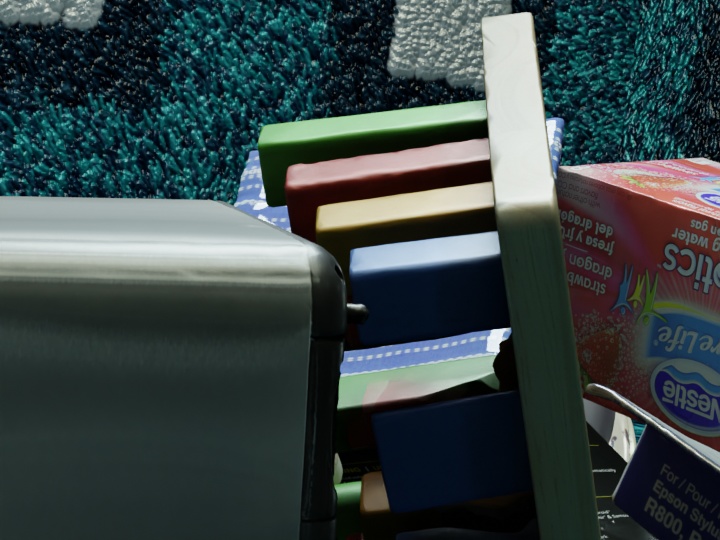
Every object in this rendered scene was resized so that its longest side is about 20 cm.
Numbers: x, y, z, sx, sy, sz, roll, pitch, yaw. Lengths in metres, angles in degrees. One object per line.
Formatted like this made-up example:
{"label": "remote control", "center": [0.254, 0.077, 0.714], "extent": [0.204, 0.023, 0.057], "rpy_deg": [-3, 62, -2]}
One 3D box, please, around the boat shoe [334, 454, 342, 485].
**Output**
{"label": "boat shoe", "center": [-0.104, 0.077, 0.925], "extent": [0.199, 0.057, 0.067], "rpy_deg": [-20, 27, -9]}

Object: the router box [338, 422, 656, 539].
{"label": "router box", "center": [0.013, 0.101, 1.002], "extent": [0.199, 0.051, 0.149], "rpy_deg": [-3, 24, -21]}

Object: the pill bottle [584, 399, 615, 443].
{"label": "pill bottle", "center": [0.049, 0.080, 1.233], "extent": [0.111, 0.113, 0.200], "rpy_deg": [8, -16, -3]}

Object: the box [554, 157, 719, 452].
{"label": "box", "center": [0.172, 0.022, 1.062], "extent": [0.099, 0.096, 0.199], "rpy_deg": [-4, 18, -42]}

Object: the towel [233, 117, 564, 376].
{"label": "towel", "center": [0.000, 0.000, 1.042], "extent": [0.144, 0.024, 0.200], "rpy_deg": [-7, 33, 17]}

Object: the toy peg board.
{"label": "toy peg board", "center": [0.023, 0.046, 0.829], "extent": [0.097, 0.201, 0.199], "rpy_deg": [-8, 20, 5]}

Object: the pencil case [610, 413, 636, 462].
{"label": "pencil case", "center": [0.045, 0.100, 1.379], "extent": [0.199, 0.078, 0.090], "rpy_deg": [9, 19, 2]}

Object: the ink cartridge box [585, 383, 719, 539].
{"label": "ink cartridge box", "center": [0.180, 0.124, 0.874], "extent": [0.199, 0.041, 0.200], "rpy_deg": [37, 5, 40]}

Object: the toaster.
{"label": "toaster", "center": [-0.072, 0.075, 0.762], "extent": [0.118, 0.182, 0.200], "rpy_deg": [2, 6, -13]}
